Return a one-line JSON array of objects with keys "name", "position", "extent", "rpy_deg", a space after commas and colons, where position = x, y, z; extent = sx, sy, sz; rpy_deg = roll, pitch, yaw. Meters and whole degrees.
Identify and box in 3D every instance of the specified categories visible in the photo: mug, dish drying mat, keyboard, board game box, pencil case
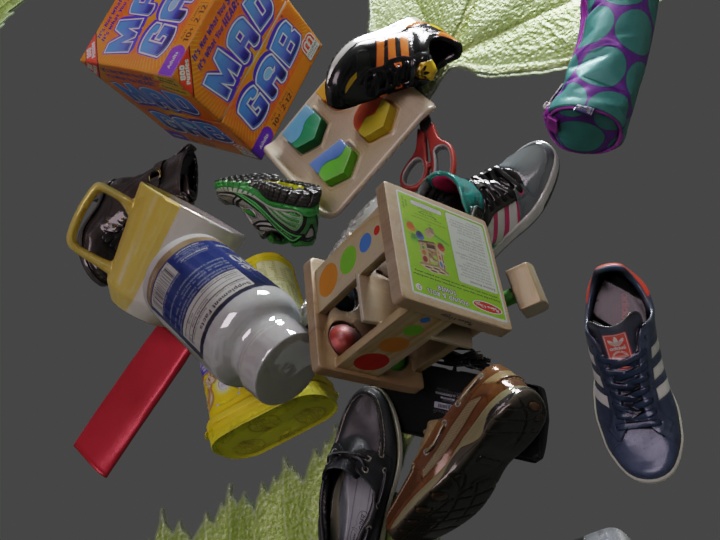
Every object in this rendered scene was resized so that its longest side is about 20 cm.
[{"name": "mug", "position": [-0.266, -0.022, 0.944], "extent": [0.186, 0.149, 0.154], "rpy_deg": [29, 92, 10]}, {"name": "dish drying mat", "position": [-0.296, 0.166, 0.950], "extent": [0.077, 0.018, 0.201], "rpy_deg": [30, 83, 35]}, {"name": "keyboard", "position": [0.101, 0.126, 0.749], "extent": [0.199, 0.040, 0.105], "rpy_deg": [7, 94, 30]}, {"name": "board game box", "position": [-0.217, -0.307, 1.018], "extent": [0.199, 0.200, 0.201], "rpy_deg": [19, 78, 34]}, {"name": "pencil case", "position": [0.263, -0.233, 0.788], "extent": [0.092, 0.085, 0.201], "rpy_deg": [18, 74, 6]}]

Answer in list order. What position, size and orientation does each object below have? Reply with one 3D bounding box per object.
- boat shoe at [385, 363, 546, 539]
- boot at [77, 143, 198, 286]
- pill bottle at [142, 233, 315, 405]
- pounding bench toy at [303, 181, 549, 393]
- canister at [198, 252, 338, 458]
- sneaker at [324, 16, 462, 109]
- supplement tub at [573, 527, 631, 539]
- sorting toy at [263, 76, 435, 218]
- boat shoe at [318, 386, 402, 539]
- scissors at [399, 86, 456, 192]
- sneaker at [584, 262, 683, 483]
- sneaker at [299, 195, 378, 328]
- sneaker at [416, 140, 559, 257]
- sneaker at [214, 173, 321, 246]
[{"name": "boat shoe", "position": [0.094, 0.175, 0.694], "extent": [0.200, 0.075, 0.074], "rpy_deg": [-52, 35, 14]}, {"name": "boot", "position": [-0.314, -0.084, 1.046], "extent": [0.173, 0.069, 0.201], "rpy_deg": [-14, 59, 23]}, {"name": "pill bottle", "position": [-0.132, 0.050, 0.753], "extent": [0.200, 0.111, 0.111], "rpy_deg": [34, 86, 38]}, {"name": "pounding bench toy", "position": [0.063, 0.037, 0.704], "extent": [0.156, 0.199, 0.125], "rpy_deg": [-43, 42, 40]}, {"name": "canister", "position": [-0.121, 0.094, 0.846], "extent": [0.148, 0.087, 0.201], "rpy_deg": [-29, 55, 14]}, {"name": "sneaker", "position": [0.045, -0.252, 0.889], "extent": [0.090, 0.070, 0.200], "rpy_deg": [28, 52, 32]}, {"name": "supplement tub", "position": [0.143, 0.298, 0.580], "extent": [0.199, 0.122, 0.123], "rpy_deg": [-28, 57, 16]}, {"name": "sorting toy", "position": [-0.024, -0.189, 0.949], "extent": [0.200, 0.036, 0.185], "rpy_deg": [-45, 51, 5]}, {"name": "boat shoe", "position": [-0.008, 0.213, 0.731], "extent": [0.074, 0.066, 0.201], "rpy_deg": [3, 74, 32]}, {"name": "scissors", "position": [0.088, -0.183, 0.907], "extent": [0.073, 0.014, 0.201], "rpy_deg": [-8, 63, 29]}, {"name": "sneaker", "position": [0.238, 0.086, 0.652], "extent": [0.075, 0.084, 0.201], "rpy_deg": [-15, 61, 22]}, {"name": "sneaker", "position": [0.000, 0.000, 0.839], "extent": [0.080, 0.076, 0.201], "rpy_deg": [30, 64, -5]}, {"name": "sneaker", "position": [0.125, -0.080, 0.770], "extent": [0.200, 0.121, 0.084], "rpy_deg": [-50, 54, -1]}, {"name": "sneaker", "position": [-0.127, -0.079, 0.937], "extent": [0.200, 0.078, 0.086], "rpy_deg": [22, 115, 48]}]
